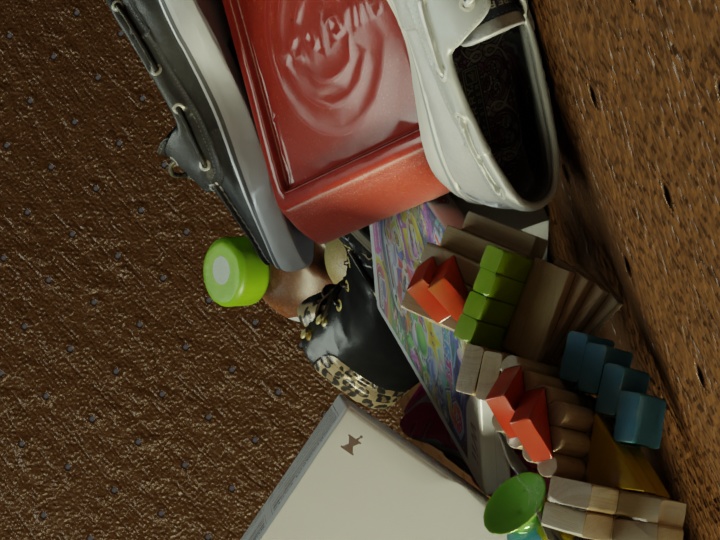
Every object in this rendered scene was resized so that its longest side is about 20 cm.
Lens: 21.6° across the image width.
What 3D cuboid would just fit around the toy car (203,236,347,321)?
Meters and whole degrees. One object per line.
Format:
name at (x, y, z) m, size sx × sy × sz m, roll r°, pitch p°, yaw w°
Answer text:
toy car at (0.007, 0.002, 1.457) m, size 0.200 × 0.163 × 0.159 m, roll 43°, pitch 122°, yaw 38°

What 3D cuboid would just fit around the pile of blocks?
pile of blocks at (0.082, 0.043, 0.861) m, size 0.062 × 0.082 × 0.200 m, roll 16°, pitch -149°, yaw -49°

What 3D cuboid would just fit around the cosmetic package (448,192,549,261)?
cosmetic package at (0.063, -0.045, 1.118) m, size 0.200 × 0.051 × 0.152 m, roll 79°, pitch 169°, yaw -67°

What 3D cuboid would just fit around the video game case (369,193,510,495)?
video game case at (0.040, 0.010, 1.056) m, size 0.200 × 0.018 × 0.144 m, roll -120°, pitch 21°, yaw -56°

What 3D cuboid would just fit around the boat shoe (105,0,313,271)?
boat shoe at (-0.089, -0.085, 1.084) m, size 0.070 × 0.066 × 0.201 m, roll -73°, pitch -38°, yaw -64°

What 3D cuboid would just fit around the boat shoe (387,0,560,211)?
boat shoe at (0.047, -0.117, 0.850) m, size 0.068 × 0.072 × 0.202 m, roll 26°, pitch 132°, yaw 55°

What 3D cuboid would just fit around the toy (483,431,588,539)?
toy at (0.119, 0.178, 0.923) m, size 0.200 × 0.047 × 0.115 m, roll 53°, pitch -173°, yaw -28°

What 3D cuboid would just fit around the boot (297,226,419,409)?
boot at (0.000, 0.000, 1.290) m, size 0.200 × 0.073 × 0.150 m, roll 46°, pitch 140°, yaw -3°

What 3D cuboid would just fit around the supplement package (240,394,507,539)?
supplement package at (0.009, 0.176, 1.063) m, size 0.151 × 0.151 × 0.200 m, roll 35°, pitch 177°, yaw 0°

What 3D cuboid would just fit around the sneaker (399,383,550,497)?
sneaker at (0.104, 0.102, 1.089) m, size 0.088 × 0.082 × 0.200 m, roll 35°, pitch 178°, yaw -24°

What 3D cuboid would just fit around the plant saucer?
plant saucer at (-0.011, -0.128, 1.001) m, size 0.199 × 0.036 × 0.202 m, roll -21°, pitch 83°, yaw 54°
